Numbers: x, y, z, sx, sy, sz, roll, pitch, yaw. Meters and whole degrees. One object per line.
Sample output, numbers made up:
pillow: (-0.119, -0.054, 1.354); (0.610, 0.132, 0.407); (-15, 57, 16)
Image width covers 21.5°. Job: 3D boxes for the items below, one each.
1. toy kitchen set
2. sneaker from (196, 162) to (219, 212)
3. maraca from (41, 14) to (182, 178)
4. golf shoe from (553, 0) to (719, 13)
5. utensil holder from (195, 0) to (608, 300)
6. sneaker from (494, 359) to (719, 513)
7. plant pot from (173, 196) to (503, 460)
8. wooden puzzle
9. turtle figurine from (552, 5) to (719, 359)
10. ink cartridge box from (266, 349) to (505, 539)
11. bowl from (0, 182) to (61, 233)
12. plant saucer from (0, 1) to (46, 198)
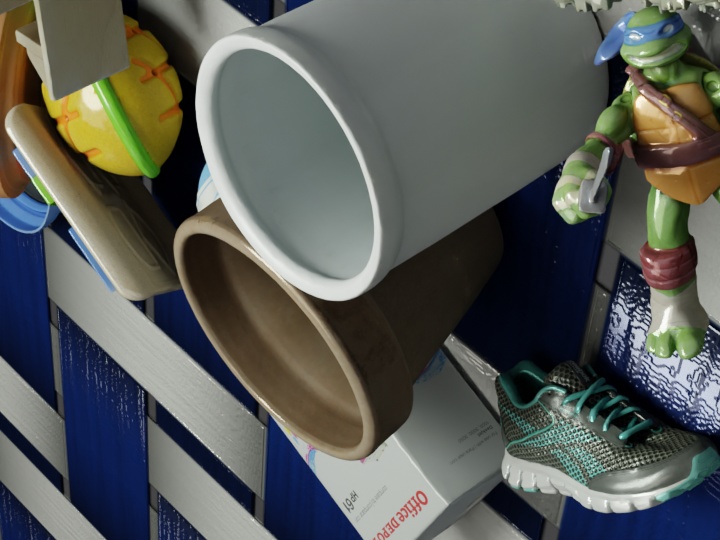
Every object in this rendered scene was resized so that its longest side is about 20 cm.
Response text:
toy kitchen set: (-0.256, -0.246, 1.440); (0.180, 0.200, 0.164); (32, 139, 38)
sneaker: (-0.099, -0.032, 1.542); (0.200, 0.072, 0.073); (100, 165, -56)
maraca: (-0.210, -0.163, 1.540); (0.137, 0.107, 0.200); (71, 173, -70)
golf shoe: (0.166, -0.190, 1.008); (0.200, 0.078, 0.097); (10, 117, 50)
utensil holder: (0.027, -0.101, 1.157); (0.170, 0.200, 0.170); (35, 141, 34)
sneaker: (0.155, 0.106, 1.276); (0.200, 0.077, 0.091); (2, 113, 53)
plant pot: (0.000, 0.000, 1.290); (0.200, 0.175, 0.200); (42, 156, 23)
wooden puzzle: (-0.220, -0.052, 1.586); (0.185, 0.046, 0.200); (54, -171, 1)
turtle figurine: (0.187, -0.035, 1.030); (0.200, 0.144, 0.194); (34, 150, 55)
ink cartridge box: (0.013, 0.112, 1.471); (0.200, 0.085, 0.145); (51, 148, 11)
bowl: (-0.341, -0.134, 1.818); (0.200, 0.039, 0.201); (36, 142, 34)
plant saucer: (-0.284, -0.160, 1.603); (0.032, 0.201, 0.201); (7, 134, 3)
